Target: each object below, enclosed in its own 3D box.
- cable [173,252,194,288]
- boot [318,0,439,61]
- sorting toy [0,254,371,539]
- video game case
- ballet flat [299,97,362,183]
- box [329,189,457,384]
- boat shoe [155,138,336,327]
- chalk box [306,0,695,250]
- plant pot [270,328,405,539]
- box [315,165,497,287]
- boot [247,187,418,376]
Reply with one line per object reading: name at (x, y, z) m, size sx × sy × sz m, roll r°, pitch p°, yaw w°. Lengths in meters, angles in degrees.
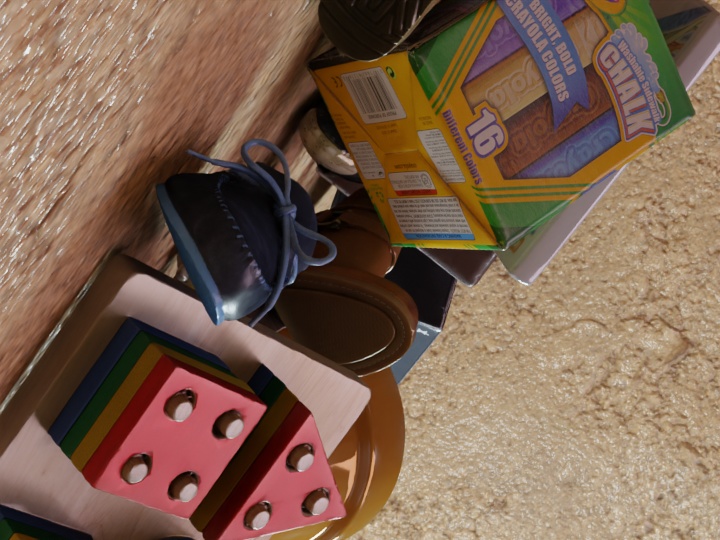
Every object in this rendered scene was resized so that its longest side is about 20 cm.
cable at (-0.072, -0.033, 1.101) m, size 0.097 × 0.050 × 0.200 m, roll -52°, pitch -171°, yaw 18°
boot at (0.063, -0.203, 0.938) m, size 0.175 × 0.066 × 0.200 m, roll -41°, pitch -175°, yaw 32°
sorting toy at (-0.097, 0.121, 0.903) m, size 0.201 × 0.070 × 0.198 m, roll -54°, pitch 138°, yaw 5°
video game case at (0.134, -0.111, 1.150) m, size 0.200 × 0.022 × 0.183 m, roll -52°, pitch -152°, yaw 13°
ballet flat at (-0.013, -0.079, 1.214) m, size 0.057 × 0.067 × 0.200 m, roll -36°, pitch 178°, yaw 7°
box at (0.026, -0.022, 1.661) m, size 0.200 × 0.122 × 0.200 m, roll 121°, pitch -12°, yaw -67°
boat shoe at (-0.055, -0.027, 0.851) m, size 0.068 × 0.085 × 0.200 m, roll -22°, pitch -168°, yaw 0°
chalk box at (0.096, -0.113, 1.024) m, size 0.199 × 0.125 × 0.124 m, roll -33°, pitch -164°, yaw -24°
plant pot at (-0.095, 0.128, 1.317) m, size 0.201 × 0.200 × 0.183 m, roll -54°, pitch 162°, yaw 24°
box at (0.098, -0.132, 1.469) m, size 0.201 × 0.164 × 0.166 m, roll -54°, pitch 179°, yaw 25°
boot at (0.000, 0.000, 1.136) m, size 0.155 × 0.077 × 0.199 m, roll -37°, pitch -164°, yaw -35°
